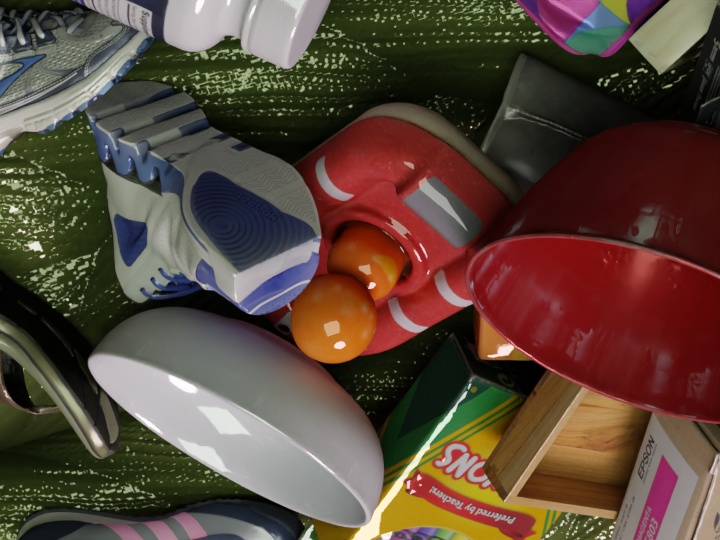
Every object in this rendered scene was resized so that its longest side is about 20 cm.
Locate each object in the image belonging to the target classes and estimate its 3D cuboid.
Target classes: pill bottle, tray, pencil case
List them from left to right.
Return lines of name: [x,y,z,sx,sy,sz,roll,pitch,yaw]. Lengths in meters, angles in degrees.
pill bottle: [-0.113,-0.189,1.094,0.200,0.111,0.111,24,113,4]
tray: [0.181,0.109,1.238,0.200,0.037,0.099,14,119,-36]
pencil case: [0.168,-0.202,1.067,0.088,0.088,0.200,41,110,-16]

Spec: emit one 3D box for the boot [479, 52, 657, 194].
boot: [0.182,-0.079,1.183,0.200,0.073,0.182,26,75,14]

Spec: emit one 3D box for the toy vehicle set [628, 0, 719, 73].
toy vehicle set: [0.240,-0.189,1.085,0.200,0.124,0.027,-43,85,20]

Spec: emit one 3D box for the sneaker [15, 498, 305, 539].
sneaker: [-0.134,0.200,1.307,0.199,0.082,0.070,-5,114,3]

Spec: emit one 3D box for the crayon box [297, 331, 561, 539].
crayon box: [0.058,0.148,1.280,0.127,0.051,0.200,23,115,-29]

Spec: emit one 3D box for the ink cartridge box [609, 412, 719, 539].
ink cartridge box: [0.247,0.153,1.234,0.164,0.075,0.200,-6,129,-24]

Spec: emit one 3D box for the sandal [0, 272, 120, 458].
sandal: [-0.228,0.045,1.244,0.201,0.080,0.057,43,104,-7]

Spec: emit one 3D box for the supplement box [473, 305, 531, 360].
supplement box: [0.171,0.015,1.228,0.199,0.069,0.067,-1,117,-2]

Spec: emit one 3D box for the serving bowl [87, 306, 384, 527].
serving bowl: [-0.067,0.079,1.216,0.200,0.200,0.066,34,72,-13]

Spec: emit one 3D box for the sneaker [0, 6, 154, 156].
sneaker: [-0.205,-0.122,1.168,0.200,0.077,0.085,-30,106,13]

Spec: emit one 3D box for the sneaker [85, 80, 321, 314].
sneaker: [-0.094,-0.021,1.172,0.080,0.199,0.115,-21,133,-27]

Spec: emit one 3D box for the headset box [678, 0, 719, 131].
headset box: [0.266,-0.127,1.078,0.200,0.149,0.075,-32,74,-8]

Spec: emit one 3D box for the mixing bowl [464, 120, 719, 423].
mixing bowl: [0.168,-0.010,1.070,0.200,0.109,0.200,19,156,9]

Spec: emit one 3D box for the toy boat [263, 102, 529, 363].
toy boat: [0.000,0.000,1.158,0.130,0.131,0.200,41,145,-12]

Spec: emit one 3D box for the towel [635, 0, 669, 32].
towel: [0.148,-0.248,1.121,0.147,0.050,0.200,25,111,-7]
